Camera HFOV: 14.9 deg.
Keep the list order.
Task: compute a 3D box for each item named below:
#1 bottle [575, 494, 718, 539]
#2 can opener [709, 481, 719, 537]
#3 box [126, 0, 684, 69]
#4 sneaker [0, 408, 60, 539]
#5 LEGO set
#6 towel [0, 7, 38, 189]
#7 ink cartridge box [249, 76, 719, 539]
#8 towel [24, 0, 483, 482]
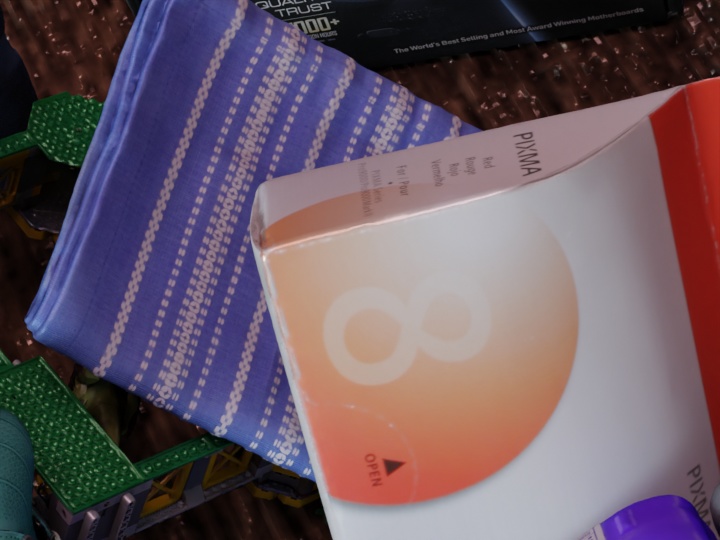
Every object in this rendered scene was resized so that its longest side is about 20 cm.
[{"bbox_3d":[0.037,0.153,0.813,0.200,0.084,0.065,-38,11,6],"label":"bottle"},{"bbox_3d":[0.180,0.101,0.743,0.200,0.067,0.053,37,79,28],"label":"can opener"},{"bbox_3d":[0.006,-0.155,0.975,0.198,0.164,0.087,-8,56,10],"label":"box"},{"bbox_3d":[-0.099,0.137,0.829,0.079,0.202,0.071,1,12,-8],"label":"sneaker"},{"bbox_3d":[-0.104,0.047,0.929,0.200,0.116,0.153,41,46,19],"label":"LEGO set"},{"bbox_3d":[-0.173,-0.064,0.945,0.111,0.200,0.049,-40,70,-12],"label":"towel"},{"bbox_3d":[0.081,0.031,0.818,0.198,0.163,0.050,-12,30,6],"label":"ink cartridge box"},{"bbox_3d":[0.000,0.000,0.888,0.199,0.024,0.146,27,61,-17],"label":"towel"}]
